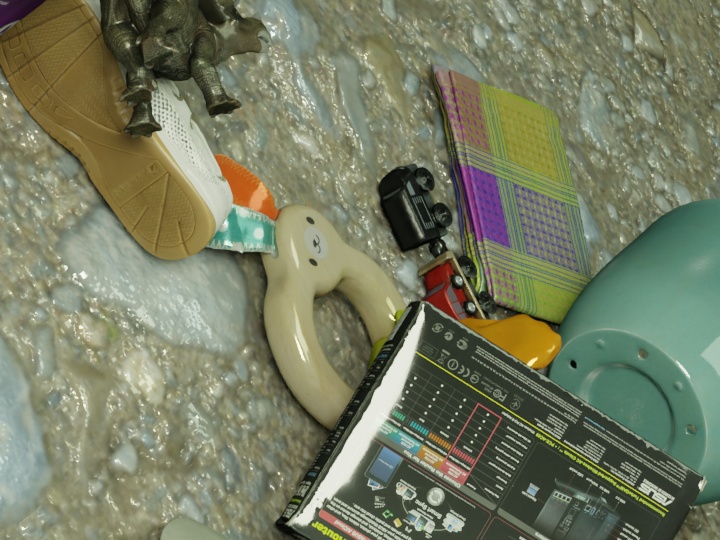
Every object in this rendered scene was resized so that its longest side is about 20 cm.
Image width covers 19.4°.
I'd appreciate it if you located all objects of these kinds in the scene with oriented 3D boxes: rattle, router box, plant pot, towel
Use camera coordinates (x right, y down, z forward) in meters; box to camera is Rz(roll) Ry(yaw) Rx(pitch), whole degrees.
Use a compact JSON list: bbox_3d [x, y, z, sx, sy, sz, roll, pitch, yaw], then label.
[{"bbox_3d":[0.000,0.000,1.255,0.130,0.143,0.200,-35,101,-38],"label":"rattle"},{"bbox_3d":[0.074,0.133,1.197,0.200,0.062,0.150,33,79,-5],"label":"router box"},{"bbox_3d":[0.222,0.069,1.442,0.161,0.201,0.201,-27,88,-45],"label":"plant pot"},{"bbox_3d":[0.113,-0.051,1.533,0.144,0.023,0.200,18,53,-46],"label":"towel"}]

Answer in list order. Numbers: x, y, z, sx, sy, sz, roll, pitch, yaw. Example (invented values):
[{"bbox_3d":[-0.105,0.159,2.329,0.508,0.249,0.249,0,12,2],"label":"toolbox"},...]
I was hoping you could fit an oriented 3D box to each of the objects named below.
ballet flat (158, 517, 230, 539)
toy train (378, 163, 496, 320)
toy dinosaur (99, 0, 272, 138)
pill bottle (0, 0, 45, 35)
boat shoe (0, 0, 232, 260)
[{"bbox_3d":[-0.034,0.210,1.119,0.200,0.064,0.067,59,34,-1],"label":"ballet flat"},{"bbox_3d":[0.064,0.021,1.407,0.046,0.034,0.200,-18,80,-52],"label":"toy train"},{"bbox_3d":[-0.111,-0.137,1.122,0.200,0.077,0.102,41,32,-63],"label":"toy dinosaur"},{"bbox_3d":[-0.200,-0.176,1.064,0.112,0.200,0.112,31,45,-36],"label":"pill bottle"},{"bbox_3d":[-0.142,-0.101,1.208,0.200,0.071,0.069,59,28,-10],"label":"boat shoe"}]
